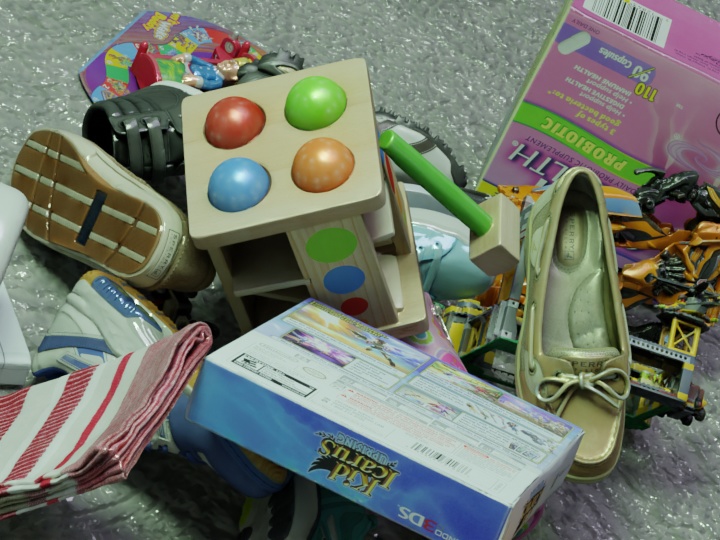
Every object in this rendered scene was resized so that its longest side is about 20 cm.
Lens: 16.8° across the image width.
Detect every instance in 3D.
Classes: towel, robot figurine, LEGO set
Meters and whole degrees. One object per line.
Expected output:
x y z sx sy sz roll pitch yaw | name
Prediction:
-0.188 0.096 1.384 0.023 0.199 0.144 60 30 -19 | towel
0.189 -0.004 1.790 0.198 0.146 0.058 3 25 -15 | robot figurine
0.155 0.025 1.699 0.198 0.154 0.117 16 74 -5 | LEGO set

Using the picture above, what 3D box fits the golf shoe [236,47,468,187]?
-0.014 -0.082 1.824 0.199 0.078 0.095 26 64 -20 | golf shoe

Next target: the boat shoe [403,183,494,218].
0.071 -0.034 1.814 0.198 0.070 0.066 7 24 -22 | boat shoe

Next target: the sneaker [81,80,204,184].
-0.113 -0.084 1.691 0.199 0.071 0.099 14 27 40 | sneaker

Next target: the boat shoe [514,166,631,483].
0.141 0.036 1.585 0.073 0.063 0.202 4 73 -5 | boat shoe

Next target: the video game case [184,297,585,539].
0.019 0.092 1.454 0.199 0.046 0.181 25 18 13 | video game case

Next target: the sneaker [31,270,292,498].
-0.123 0.089 1.509 0.200 0.088 0.075 41 5 32 | sneaker

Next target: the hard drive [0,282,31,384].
-0.317 0.017 1.525 0.199 0.027 0.132 2 42 -31 | hard drive

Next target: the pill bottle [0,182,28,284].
-0.309 -0.030 1.470 0.199 0.111 0.111 22 35 -7 | pill bottle

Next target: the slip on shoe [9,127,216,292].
-0.167 -0.037 1.628 0.060 0.077 0.199 23 2 -42 | slip on shoe

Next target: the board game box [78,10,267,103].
-0.118 -0.151 1.855 0.157 0.039 0.200 30 35 5 | board game box

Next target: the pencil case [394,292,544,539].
0.048 0.093 1.615 0.087 0.088 0.201 -2 45 -35 | pencil case

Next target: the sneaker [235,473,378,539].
-0.030 0.146 1.528 0.079 0.077 0.201 38 34 -21 | sneaker

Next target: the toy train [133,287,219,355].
-0.137 0.016 1.636 0.045 0.034 0.201 -4 44 -32 | toy train

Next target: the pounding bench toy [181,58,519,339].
-0.003 -0.050 1.577 0.198 0.157 0.125 -13 49 6 | pounding bench toy

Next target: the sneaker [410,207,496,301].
0.000 0.000 1.719 0.198 0.074 0.082 9 39 -4 | sneaker

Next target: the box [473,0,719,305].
0.203 -0.104 1.866 0.175 0.201 0.097 27 34 -1 | box
